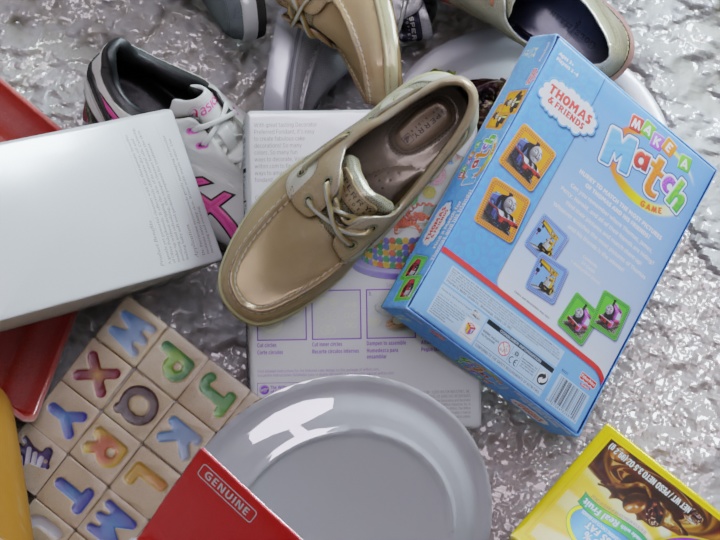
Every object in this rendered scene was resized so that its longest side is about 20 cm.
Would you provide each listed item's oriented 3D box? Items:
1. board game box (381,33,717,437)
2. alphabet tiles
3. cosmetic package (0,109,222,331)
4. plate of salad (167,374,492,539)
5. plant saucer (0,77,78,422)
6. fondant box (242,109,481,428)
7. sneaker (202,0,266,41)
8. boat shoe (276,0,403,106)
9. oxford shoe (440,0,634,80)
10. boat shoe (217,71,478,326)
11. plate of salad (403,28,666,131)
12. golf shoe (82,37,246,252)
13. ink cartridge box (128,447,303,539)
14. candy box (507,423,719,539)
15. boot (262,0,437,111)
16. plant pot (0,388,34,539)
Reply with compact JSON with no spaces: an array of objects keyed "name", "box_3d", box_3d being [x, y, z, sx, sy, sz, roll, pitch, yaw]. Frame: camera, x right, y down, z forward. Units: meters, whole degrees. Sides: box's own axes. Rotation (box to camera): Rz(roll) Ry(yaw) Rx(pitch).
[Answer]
[{"name":"board game box","box_3d":[0.120,-0.021,1.497,0.151,0.037,0.200,37,74,-25]},{"name":"alphabet tiles","box_3d":[-0.141,0.142,1.477,0.167,0.008,0.200,37,86,12]},{"name":"cosmetic package","box_3d":[-0.192,-0.026,1.469,0.200,0.085,0.108,-15,85,-47]},{"name":"plate of salad","box_3d":[-0.019,0.152,1.440,0.200,0.048,0.200,-6,111,-16]},{"name":"plant saucer","box_3d":[-0.254,-0.033,1.499,0.200,0.037,0.200,40,48,-28]},{"name":"fondant box","box_3d":[0.000,0.000,1.513,0.144,0.058,0.200,-1,92,-4]},{"name":"sneaker","box_3d":[-0.151,-0.222,1.627,0.121,0.084,0.200,-21,61,-18]},{"name":"boat shoe","box_3d":[-0.023,-0.176,1.553,0.064,0.071,0.200,-15,52,-11]},{"name":"oxford shoe","box_3d":[0.092,-0.192,1.568,0.200,0.074,0.071,31,97,6]},{"name":"boat shoe","box_3d":[-0.007,-0.046,1.450,0.200,0.065,0.072,-42,93,-2]},{"name":"plate of salad","box_3d":[0.110,-0.078,1.593,0.200,0.048,0.200,1,67,-3]},{"name":"golf shoe","box_3d":[-0.098,-0.074,1.562,0.200,0.092,0.073,33,64,9]},{"name":"ink cartridge box","box_3d":[-0.070,0.228,1.381,0.200,0.176,0.045,42,36,9]},{"name":"candy box","box_3d":[0.199,0.194,1.497,0.200,0.026,0.102,38,73,13]},{"name":"boot","box_3d":[0.000,-0.166,1.617,0.095,0.074,0.200,12,65,9]},{"name":"plant pot","box_3d":[-0.270,0.156,1.405,0.200,0.200,0.183,2,52,-3]}]
